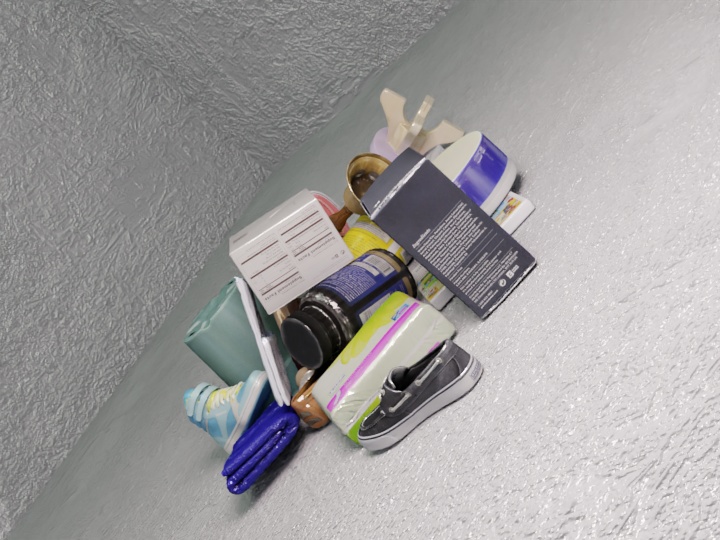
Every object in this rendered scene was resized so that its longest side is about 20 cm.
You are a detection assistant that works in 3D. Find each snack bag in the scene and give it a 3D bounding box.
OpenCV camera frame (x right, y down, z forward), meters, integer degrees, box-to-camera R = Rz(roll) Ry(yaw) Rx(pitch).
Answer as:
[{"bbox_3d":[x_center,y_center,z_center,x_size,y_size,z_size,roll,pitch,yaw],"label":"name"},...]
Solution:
[{"bbox_3d":[-0.143,0.104,1.553,0.021,0.200,0.189,-19,-2,-2],"label":"snack bag"}]

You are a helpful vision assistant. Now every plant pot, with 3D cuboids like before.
[{"bbox_3d":[-0.185,0.127,1.774,0.200,0.196,0.200,-44,14,14],"label":"plant pot"}]

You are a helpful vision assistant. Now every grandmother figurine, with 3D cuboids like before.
[{"bbox_3d":[-0.096,0.125,1.651,0.060,0.121,0.200,-28,49,12],"label":"grandmother figurine"}]

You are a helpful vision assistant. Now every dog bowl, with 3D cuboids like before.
[{"bbox_3d":[0.141,-0.116,1.572,0.200,0.079,0.200,-45,13,14],"label":"dog bowl"}]

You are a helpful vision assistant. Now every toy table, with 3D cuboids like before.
[{"bbox_3d":[0.104,-0.276,2.079,0.200,0.184,0.117,-88,24,-57],"label":"toy table"}]

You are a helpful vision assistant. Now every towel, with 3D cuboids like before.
[{"bbox_3d":[-0.151,0.256,1.557,0.148,0.050,0.200,-50,4,-1],"label":"towel"}]

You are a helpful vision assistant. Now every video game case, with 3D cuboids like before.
[{"bbox_3d":[0.159,-0.038,1.516,0.200,0.023,0.182,-47,13,3],"label":"video game case"}]

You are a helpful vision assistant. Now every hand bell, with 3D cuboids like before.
[{"bbox_3d":[-0.018,-0.099,1.686,0.200,0.104,0.104,-43,12,53],"label":"hand bell"}]

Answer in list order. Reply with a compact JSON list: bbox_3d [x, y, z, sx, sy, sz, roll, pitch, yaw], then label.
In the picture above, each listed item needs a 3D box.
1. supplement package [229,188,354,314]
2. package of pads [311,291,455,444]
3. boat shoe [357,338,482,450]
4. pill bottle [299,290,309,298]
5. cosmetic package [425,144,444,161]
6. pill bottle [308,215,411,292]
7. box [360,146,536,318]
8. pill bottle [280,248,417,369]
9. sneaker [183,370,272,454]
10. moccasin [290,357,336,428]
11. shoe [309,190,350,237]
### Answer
[{"bbox_3d":[-0.112,-0.034,1.595,0.156,0.111,0.200,-33,11,-1],"label":"supplement package"},{"bbox_3d":[0.025,0.124,1.384,0.200,0.068,0.154,-49,14,-4],"label":"package of pads"},{"bbox_3d":[0.054,0.147,1.228,0.200,0.068,0.072,-39,16,37],"label":"boat shoe"},{"bbox_3d":[-0.090,0.021,1.914,0.112,0.112,0.200,-46,2,9],"label":"pill bottle"},{"bbox_3d":[0.091,-0.118,1.829,0.200,0.081,0.113,-43,12,27],"label":"cosmetic package"},{"bbox_3d":[0.000,0.000,1.713,0.200,0.114,0.114,-52,14,-19],"label":"pill bottle"},{"bbox_3d":[0.108,-0.053,1.327,0.104,0.200,0.148,-47,13,6],"label":"box"},{"bbox_3d":[-0.018,0.058,1.504,0.200,0.112,0.112,-34,3,-36],"label":"pill bottle"},{"bbox_3d":[-0.226,0.212,1.690,0.080,0.130,0.200,-49,-11,-50],"label":"sneaker"},{"bbox_3d":[-0.050,0.144,1.546,0.074,0.078,0.202,-33,20,49],"label":"moccasin"},{"bbox_3d":[-0.039,-0.050,1.815,0.071,0.200,0.091,-32,17,-2],"label":"shoe"}]
